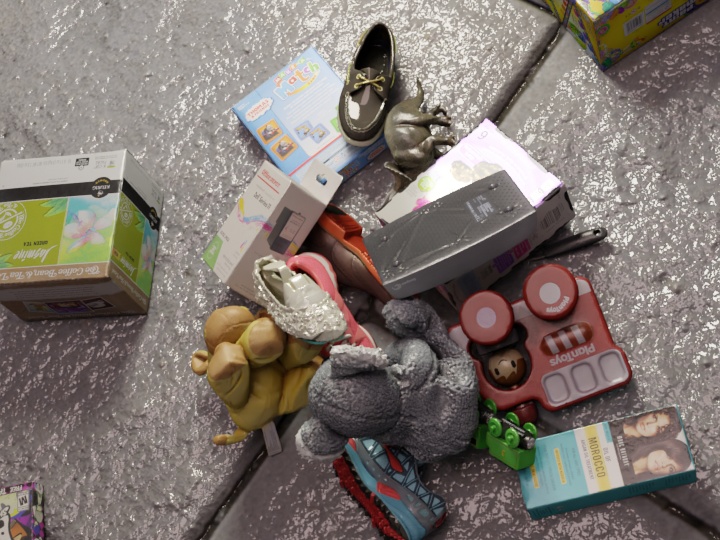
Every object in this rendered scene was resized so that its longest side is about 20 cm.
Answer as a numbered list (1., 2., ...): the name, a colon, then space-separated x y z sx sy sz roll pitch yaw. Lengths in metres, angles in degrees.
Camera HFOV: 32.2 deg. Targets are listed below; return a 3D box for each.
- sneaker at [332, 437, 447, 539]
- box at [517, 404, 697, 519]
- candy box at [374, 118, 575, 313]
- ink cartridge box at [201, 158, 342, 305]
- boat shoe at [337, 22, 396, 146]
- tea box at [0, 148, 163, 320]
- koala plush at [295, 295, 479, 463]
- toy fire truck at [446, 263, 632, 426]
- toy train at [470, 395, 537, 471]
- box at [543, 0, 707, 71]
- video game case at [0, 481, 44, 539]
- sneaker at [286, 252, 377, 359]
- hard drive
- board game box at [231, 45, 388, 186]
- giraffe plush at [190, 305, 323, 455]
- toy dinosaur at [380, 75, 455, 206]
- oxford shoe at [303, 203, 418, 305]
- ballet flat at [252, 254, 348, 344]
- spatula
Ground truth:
1. sneaker: 0.033 0.249 1.520 0.095 0.080 0.200 -21 51 -24
2. box: 0.284 0.224 1.455 0.198 0.049 0.083 -16 63 10
3. candy box: 0.146 -0.073 1.608 0.200 0.072 0.168 -40 51 -4
4. ink cartridge box: -0.118 -0.068 1.651 0.201 0.067 0.117 -56 29 3
5. boat shoe: 0.010 -0.259 1.724 0.071 0.061 0.203 9 52 0
6. tea box: -0.400 -0.046 1.741 0.198 0.134 0.199 -4 65 15
7. koala plush: 0.021 0.140 1.430 0.184 0.199 0.178 44 116 36
8. toy fire truck: 0.211 0.094 1.514 0.198 0.112 0.169 -22 80 7
9. toy train: 0.136 0.179 1.492 0.041 0.057 0.199 -11 24 -34
10. box: 0.351 -0.418 1.689 0.199 0.122 0.193 -33 61 1
11. video game case: -0.508 0.384 1.632 0.198 0.036 0.183 -13 64 11
12. sneaker: -0.045 0.068 1.587 0.073 0.087 0.201 -32 79 11
13. hard drive: 0.108 -0.042 1.504 0.198 0.043 0.135 -26 31 1
14. board game box: -0.071 -0.206 1.769 0.151 0.037 0.200 -37 62 -2
15. giraffe plush: -0.141 0.111 1.589 0.171 0.202 0.162 -9 39 -25
16. toy dinosaur: 0.072 -0.184 1.687 0.101 0.077 0.202 -4 73 -4
17. oxford shoe: 0.000 0.000 1.648 0.200 0.071 0.073 47 115 24
18. ballet flat: -0.082 0.029 1.478 0.072 0.072 0.200 -48 31 -8
19. spatula: 0.220 -0.022 1.604 0.198 0.021 0.057 -16 56 8
